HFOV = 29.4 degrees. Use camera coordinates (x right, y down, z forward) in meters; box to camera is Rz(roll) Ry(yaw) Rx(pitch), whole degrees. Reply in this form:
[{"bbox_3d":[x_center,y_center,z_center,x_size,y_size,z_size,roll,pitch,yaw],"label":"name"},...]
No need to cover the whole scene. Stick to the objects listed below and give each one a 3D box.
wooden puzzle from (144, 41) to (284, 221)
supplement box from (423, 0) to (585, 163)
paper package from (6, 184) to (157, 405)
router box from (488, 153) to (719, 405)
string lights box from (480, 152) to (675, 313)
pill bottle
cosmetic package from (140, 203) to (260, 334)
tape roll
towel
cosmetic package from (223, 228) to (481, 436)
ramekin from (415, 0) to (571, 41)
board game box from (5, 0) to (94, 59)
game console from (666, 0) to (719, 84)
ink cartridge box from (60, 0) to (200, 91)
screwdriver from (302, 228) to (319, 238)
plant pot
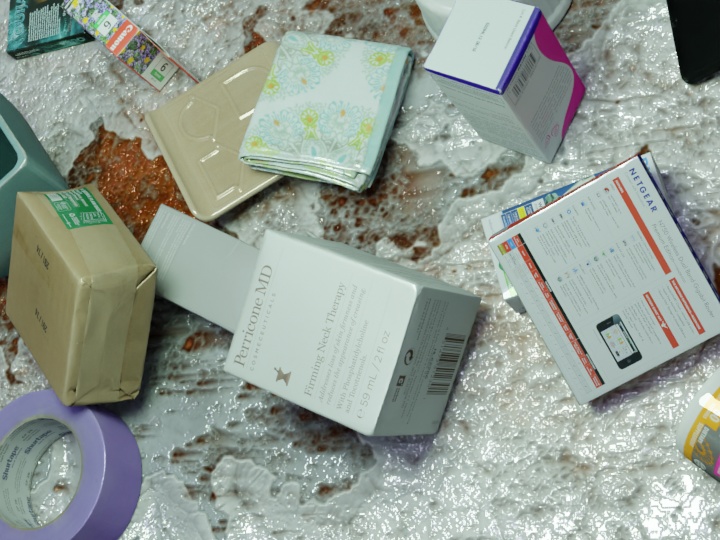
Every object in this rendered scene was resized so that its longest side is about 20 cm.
[{"bbox_3d":[-0.149,-0.171,1.717,0.199,0.046,0.186,-29,62,-2],"label":"wooden puzzle"},{"bbox_3d":[0.163,-0.212,1.509,0.103,0.200,0.102,22,82,30],"label":"supplement box"},{"bbox_3d":[-0.334,0.026,1.632,0.200,0.103,0.192,46,133,42],"label":"paper package"},{"bbox_3d":[0.258,0.010,1.421,0.179,0.049,0.201,-29,91,16],"label":"router box"},{"bbox_3d":[0.242,-0.039,1.494,0.199,0.059,0.103,-22,65,16],"label":"string lights box"},{"bbox_3d":[0.411,0.182,1.309,0.200,0.116,0.117,37,90,30],"label":"pill bottle"},{"bbox_3d":[-0.172,0.008,1.651,0.199,0.090,0.107,27,86,26],"label":"cosmetic package"},{"bbox_3d":[-0.370,0.251,1.656,0.198,0.085,0.202,-8,69,21],"label":"tape roll"},{"bbox_3d":[-0.041,-0.197,1.654,0.170,0.048,0.201,13,66,15],"label":"towel"},{"bbox_3d":[-0.007,0.069,1.492,0.199,0.166,0.169,20,95,29],"label":"cosmetic package"},{"bbox_3d":[0.149,-0.360,1.625,0.199,0.098,0.202,-8,70,22],"label":"ramekin"},{"bbox_3d":[-0.436,-0.406,1.944,0.134,0.028,0.202,-9,70,22],"label":"board game box"},{"bbox_3d":[0.443,-0.320,1.525,0.174,0.117,0.202,-2,69,-8],"label":"game console"},{"bbox_3d":[-0.296,-0.291,1.795,0.050,0.109,0.200,-49,60,2],"label":"ink cartridge box"},{"bbox_3d":[0.000,0.000,1.603,0.200,0.029,0.028,36,89,24],"label":"screwdriver"},{"bbox_3d":[-0.476,-0.103,1.760,0.196,0.200,0.196,-42,60,6],"label":"plant pot"}]
